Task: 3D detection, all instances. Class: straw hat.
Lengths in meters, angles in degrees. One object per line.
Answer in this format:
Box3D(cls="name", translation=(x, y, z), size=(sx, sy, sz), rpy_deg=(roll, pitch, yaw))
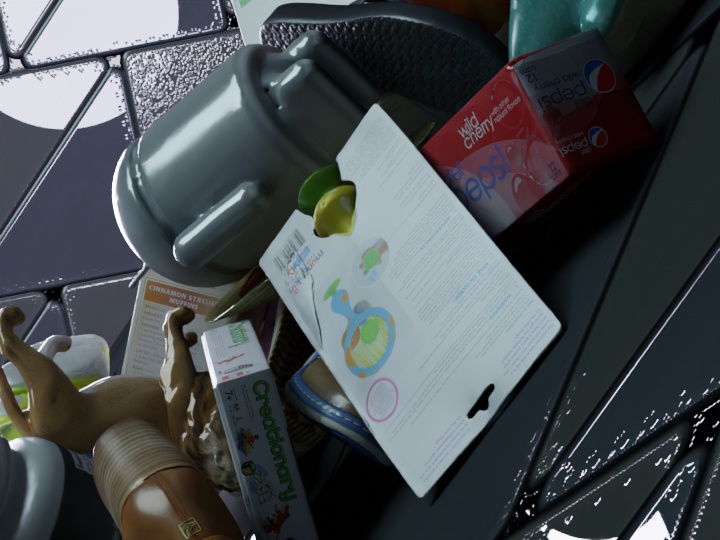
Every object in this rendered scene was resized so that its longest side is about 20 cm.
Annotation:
Box3D(cls="straw hat", translation=(0.000, 0.000, 1.340), size=(0.201, 0.085, 0.201), rpy_deg=(-40, 5, 5))

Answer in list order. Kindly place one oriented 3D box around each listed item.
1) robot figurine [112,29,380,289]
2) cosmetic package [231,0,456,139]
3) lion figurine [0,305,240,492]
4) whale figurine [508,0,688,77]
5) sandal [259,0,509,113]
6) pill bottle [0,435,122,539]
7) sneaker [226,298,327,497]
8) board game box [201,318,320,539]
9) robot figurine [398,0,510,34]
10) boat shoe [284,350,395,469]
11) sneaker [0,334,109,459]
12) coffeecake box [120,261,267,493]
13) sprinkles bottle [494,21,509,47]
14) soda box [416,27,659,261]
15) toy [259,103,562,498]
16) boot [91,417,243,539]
Box3D(cls="robot figurine", translation=(-0.079, -0.065, 1.342), size=(0.200, 0.113, 0.170), rpy_deg=(-38, 18, 27))
Box3D(cls="cosmetic package", translation=(-0.014, -0.156, 1.457), size=(0.108, 0.085, 0.200), rpy_deg=(-34, 53, 23))
Box3D(cls="lion figurine", translation=(-0.151, 0.087, 1.333), size=(0.072, 0.200, 0.123), rpy_deg=(102, 163, -61))
Box3D(cls="whale figurine", translation=(0.121, -0.158, 1.213), size=(0.200, 0.104, 0.159), rpy_deg=(-58, 8, 17))
Box3D(cls="sandal", translation=(0.018, -0.147, 1.329), size=(0.200, 0.076, 0.043), rpy_deg=(14, 54, 40))
Box3D(cls="pill bottle", translation=(-0.180, 0.170, 1.286), size=(0.114, 0.200, 0.114), rpy_deg=(-38, 37, 36))
Box3D(cls="sneaker", translation=(-0.055, 0.069, 1.452), size=(0.090, 0.075, 0.200), rpy_deg=(-44, 13, 34))
Box3D(cls="board game box", translation=(-0.056, 0.104, 1.201), size=(0.035, 0.126, 0.200), rpy_deg=(-16, 8, -4))
Box3D(cls="robot figurine", translation=(0.046, -0.222, 1.332), size=(0.144, 0.200, 0.117), rpy_deg=(26, -99, -57))
Box3D(cls="boat shoe", translation=(0.004, 0.054, 1.193), size=(0.072, 0.072, 0.200), rpy_deg=(-55, 9, 6))
Box3D(cls="sneaker", translation=(-0.209, 0.122, 1.428), size=(0.200, 0.076, 0.105), rpy_deg=(-70, -27, -66))
Box3D(cls="coffeecake box", translation=(-0.114, 0.058, 1.504), size=(0.154, 0.073, 0.200), rpy_deg=(-34, -43, -76))
Box3D(cls="sprinkles bottle", translation=(0.119, -0.179, 1.413), size=(0.200, 0.068, 0.068), rpy_deg=(-48, 12, 43))
Box3D(cls="soda box", translation=(0.074, -0.049, 1.127), size=(0.063, 0.070, 0.200), rpy_deg=(-21, -11, -29))
Box3D(cls="toy", translation=(0.031, 0.015, 1.105), size=(0.115, 0.047, 0.200), rpy_deg=(-53, 48, 17))
Box3D(cls="boot", translation=(-0.074, 0.186, 1.120), size=(0.077, 0.200, 0.155), rpy_deg=(-23, 42, -18))
